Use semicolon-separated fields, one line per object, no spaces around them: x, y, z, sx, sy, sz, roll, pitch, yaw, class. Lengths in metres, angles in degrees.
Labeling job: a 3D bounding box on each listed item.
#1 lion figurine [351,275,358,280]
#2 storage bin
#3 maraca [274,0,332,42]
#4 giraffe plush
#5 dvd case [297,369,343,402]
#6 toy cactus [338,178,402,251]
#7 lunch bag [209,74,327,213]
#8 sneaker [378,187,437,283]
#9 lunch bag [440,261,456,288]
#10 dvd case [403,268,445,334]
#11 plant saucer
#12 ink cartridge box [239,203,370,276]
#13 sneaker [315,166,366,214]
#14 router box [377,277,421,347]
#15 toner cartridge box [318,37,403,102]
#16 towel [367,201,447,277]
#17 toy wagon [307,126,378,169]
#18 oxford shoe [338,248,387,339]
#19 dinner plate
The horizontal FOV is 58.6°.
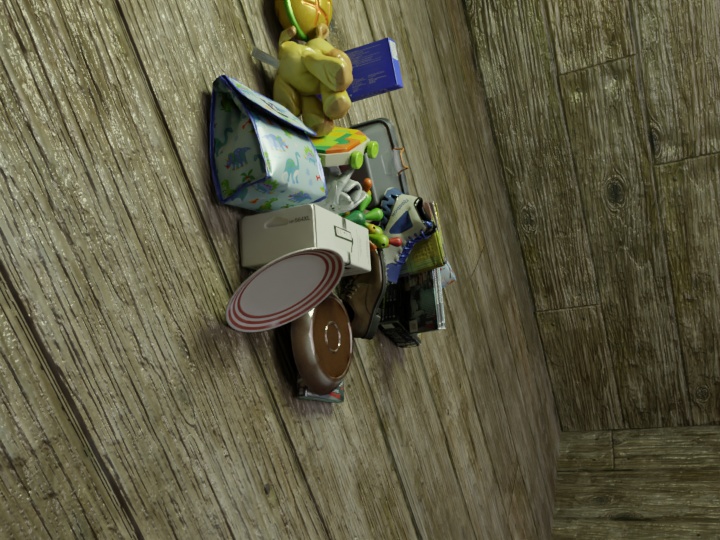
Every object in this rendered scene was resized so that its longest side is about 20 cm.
0.000;0.000;1.364;0.122;0.072;0.201;-25;108;-58;lion figurine
0.020;-0.222;1.401;0.134;0.145;0.201;-35;113;-59;storage bin
-0.106;-0.532;1.270;0.201;0.106;0.137;-74;149;-44;maraca
-0.084;-0.372;1.206;0.200;0.173;0.162;43;37;-3;giraffe plush
-0.073;0.139;1.192;0.146;0.022;0.201;28;55;-60;dvd case
-0.022;-0.101;1.262;0.200;0.164;0.103;57;-32;33;toy cactus
-0.155;-0.203;1.042;0.170;0.127;0.201;12;57;-60;lunch bag
0.095;-0.070;1.341;0.080;0.115;0.201;3;96;-61;sneaker
0.170;-0.039;1.647;0.161;0.075;0.200;57;5;-28;lunch bag
0.139;0.038;1.443;0.022;0.146;0.201;-1;80;-22;dvd case
-0.060;0.120;1.146;0.200;0.032;0.201;30;56;-59;plant saucer
-0.089;-0.040;1.086;0.200;0.145;0.085;17;67;-62;ink cartridge box
-0.045;-0.171;1.225;0.075;0.114;0.201;60;32;-39;sneaker
0.096;0.067;1.557;0.150;0.062;0.201;46;41;-51;router box
-0.019;-0.393;1.300;0.043;0.199;0.096;-15;96;-66;toner cartridge box
0.089;-0.057;1.402;0.023;0.199;0.144;-1;76;-62;towel
-0.065;-0.222;1.188;0.200;0.154;0.040;-44;141;-54;toy wagon
0.003;0.040;1.297;0.084;0.073;0.201;8;94;-25;oxford shoe
-0.116;0.026;0.979;0.024;0.200;0.200;59;15;25;dinner plate
